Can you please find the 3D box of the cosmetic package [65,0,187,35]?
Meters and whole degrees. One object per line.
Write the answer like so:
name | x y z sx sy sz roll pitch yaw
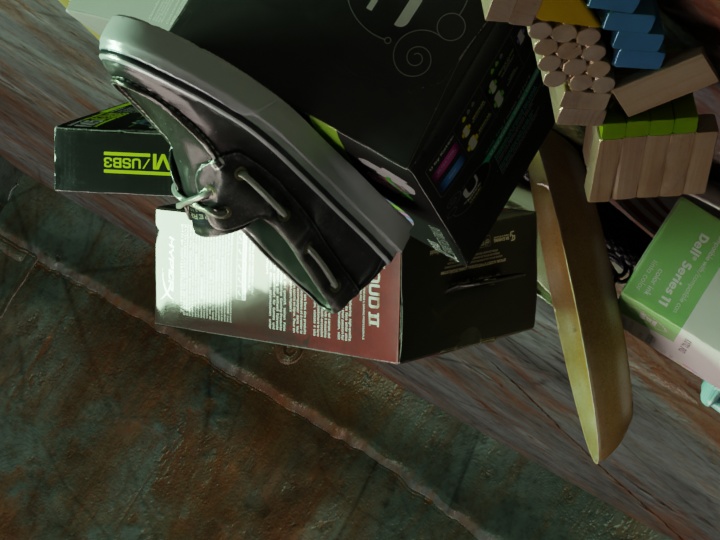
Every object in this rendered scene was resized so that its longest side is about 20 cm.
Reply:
cosmetic package | -0.090 -0.161 1.569 0.107 0.090 0.200 33 171 -29

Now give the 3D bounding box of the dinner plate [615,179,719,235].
dinner plate | 0.227 -0.011 1.444 0.200 0.024 0.200 33 173 4

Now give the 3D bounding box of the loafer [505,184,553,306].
loafer | 0.077 -0.036 1.725 0.199 0.069 0.076 26 170 7

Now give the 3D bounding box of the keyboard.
keyboard | 0.142 -0.022 1.552 0.200 0.040 0.104 42 179 16

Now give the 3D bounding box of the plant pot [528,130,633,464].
plant pot | 0.128 0.011 1.453 0.027 0.201 0.200 -12 170 1

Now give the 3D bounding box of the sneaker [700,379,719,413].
sneaker | 0.294 0.086 1.573 0.078 0.087 0.200 36 173 -38

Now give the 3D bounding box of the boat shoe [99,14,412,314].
boat shoe | -0.056 -0.045 1.218 0.200 0.071 0.072 38 171 -30

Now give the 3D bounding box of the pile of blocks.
pile of blocks | 0.113 -0.111 1.155 0.200 0.082 0.062 54 -157 -49

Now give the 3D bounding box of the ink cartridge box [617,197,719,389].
ink cartridge box | 0.242 0.048 1.405 0.200 0.067 0.117 32 174 7

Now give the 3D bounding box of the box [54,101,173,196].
box | -0.071 -0.079 1.588 0.192 0.048 0.200 1 -170 12

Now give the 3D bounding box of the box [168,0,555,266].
box | 0.012 -0.108 1.300 0.148 0.125 0.200 30 174 17

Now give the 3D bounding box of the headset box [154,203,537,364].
headset box | 0.000 0.000 1.493 0.199 0.078 0.149 7 -169 35

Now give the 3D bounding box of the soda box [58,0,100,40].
soda box | -0.147 -0.180 1.694 0.064 0.068 0.200 22 162 50
